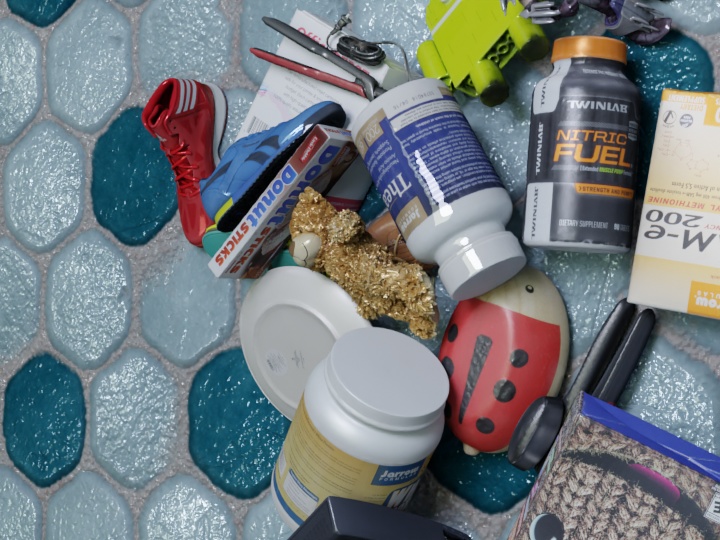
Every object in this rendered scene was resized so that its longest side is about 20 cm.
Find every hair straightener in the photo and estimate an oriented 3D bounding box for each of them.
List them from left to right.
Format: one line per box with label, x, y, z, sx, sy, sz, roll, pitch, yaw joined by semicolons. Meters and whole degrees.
hair straightener;-0.026;-0.230;1.277;0.199;0.041;0.077;27;101;32

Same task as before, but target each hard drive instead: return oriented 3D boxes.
hard drive;0.011;0.296;1.228;0.135;0.199;0.042;-49;41;22

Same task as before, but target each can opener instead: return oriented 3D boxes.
can opener;0.222;0.119;1.185;0.063;0.078;0.200;40;99;37

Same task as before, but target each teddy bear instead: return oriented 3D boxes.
teddy bear;0.000;0.000;1.230;0.200;0.145;0.067;40;77;9

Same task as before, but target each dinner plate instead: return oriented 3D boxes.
dinner plate;-0.061;0.093;1.348;0.199;0.024;0.201;17;119;33

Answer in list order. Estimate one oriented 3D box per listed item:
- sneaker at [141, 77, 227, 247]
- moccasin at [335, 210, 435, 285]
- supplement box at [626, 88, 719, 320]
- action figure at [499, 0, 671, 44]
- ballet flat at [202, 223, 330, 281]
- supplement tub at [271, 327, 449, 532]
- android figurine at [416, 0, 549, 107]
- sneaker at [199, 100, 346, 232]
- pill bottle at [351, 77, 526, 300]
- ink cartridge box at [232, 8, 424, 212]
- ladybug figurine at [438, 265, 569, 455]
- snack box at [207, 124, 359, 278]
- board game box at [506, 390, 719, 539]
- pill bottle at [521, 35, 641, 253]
sneaker;-0.216;-0.130;1.451;0.078;0.115;0.201;-8;82;32
moccasin;0.055;-0.026;1.300;0.201;0.074;0.078;-38;60;15
supplement box;0.327;-0.057;1.117;0.125;0.073;0.201;10;93;34
action figure;0.203;-0.280;1.147;0.069;0.199;0.131;-177;101;-71
ballet flat;-0.092;-0.026;1.392;0.199;0.067;0.067;12;130;41
supplement tub;0.000;0.172;1.243;0.145;0.144;0.201;43;132;27
android figurine;0.124;-0.263;1.248;0.182;0.041;0.201;-46;44;32
sneaker;-0.102;-0.127;1.308;0.200;0.066;0.079;-40;65;27
pill bottle;0.079;-0.077;1.197;0.111;0.111;0.201;-36;70;26
ink cartridge box;-0.042;-0.162;1.358;0.147;0.085;0.201;37;106;29
ladybug figurine;0.135;0.091;1.235;0.135;0.072;0.201;16;96;32
snack box;-0.077;-0.068;1.286;0.200;0.072;0.024;-50;64;22
board game box;0.228;0.240;1.119;0.159;0.097;0.201;25;102;8
pill bottle;0.212;-0.120;1.178;0.106;0.106;0.201;3;89;33
